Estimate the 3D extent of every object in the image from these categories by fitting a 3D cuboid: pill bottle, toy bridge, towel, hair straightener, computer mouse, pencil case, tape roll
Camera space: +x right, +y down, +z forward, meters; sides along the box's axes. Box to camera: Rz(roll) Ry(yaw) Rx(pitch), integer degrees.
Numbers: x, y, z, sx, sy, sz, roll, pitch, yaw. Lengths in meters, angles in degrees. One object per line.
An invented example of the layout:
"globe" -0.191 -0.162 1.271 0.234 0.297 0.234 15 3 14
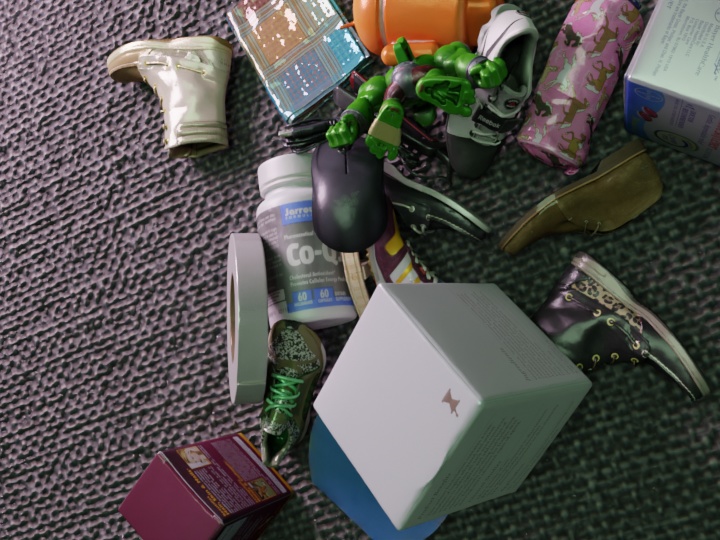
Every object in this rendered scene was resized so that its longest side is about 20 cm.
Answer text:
"pill bottle" -0.070 -0.033 0.948 0.111 0.113 0.206 -12 81 17
"toy bridge" 0.000 0.000 0.917 0.026 0.067 0.206 -10 97 15
"towel" -0.088 -0.315 1.035 0.145 0.022 0.203 -35 74 12
"hair straightener" 0.036 -0.166 0.958 0.200 0.041 0.077 43 66 12
"computer mouse" -0.021 -0.112 0.861 0.134 0.053 0.204 -8 54 -2
"pencil case" 0.252 -0.216 0.876 0.085 0.082 0.204 26 92 38
"tape roll" -0.139 0.058 0.923 0.036 0.203 0.209 0 82 -14

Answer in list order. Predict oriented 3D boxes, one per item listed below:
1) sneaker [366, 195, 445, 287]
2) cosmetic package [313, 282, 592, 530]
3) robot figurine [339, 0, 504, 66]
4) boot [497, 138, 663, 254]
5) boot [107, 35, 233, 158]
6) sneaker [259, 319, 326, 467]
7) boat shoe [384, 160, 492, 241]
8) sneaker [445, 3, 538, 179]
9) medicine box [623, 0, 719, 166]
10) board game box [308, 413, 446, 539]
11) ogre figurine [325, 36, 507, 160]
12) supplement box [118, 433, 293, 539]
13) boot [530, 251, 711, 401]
"sneaker" 0.060 0.004 0.906 0.088 0.075 0.205 -7 107 12
"cosmetic package" 0.094 0.128 0.787 0.167 0.197 0.170 49 121 35
"robot figurine" 0.076 -0.321 0.931 0.195 0.116 0.148 7 100 18
"boot" 0.250 -0.064 0.869 0.197 0.074 0.077 -32 85 11
"boot" -0.270 -0.236 1.065 0.194 0.072 0.160 -1 86 18
"sneaker" -0.087 0.153 0.905 0.075 0.089 0.205 9 121 3
"boat shoe" 0.067 -0.077 0.928 0.197 0.074 0.061 31 94 22
"sneaker" 0.151 -0.192 0.872 0.072 0.089 0.205 5 117 -13
"medicine box" 0.380 -0.180 0.773 0.197 0.182 0.105 26 93 20
"board game box" 0.030 0.230 0.926 0.198 0.039 0.160 36 102 22
"ogre figurine" 0.061 -0.200 0.844 0.098 0.121 0.199 41 119 -22
"supplement box" -0.174 0.271 0.903 0.110 0.199 0.086 41 97 18
"boot" 0.264 0.097 0.840 0.151 0.073 0.201 -44 69 8
